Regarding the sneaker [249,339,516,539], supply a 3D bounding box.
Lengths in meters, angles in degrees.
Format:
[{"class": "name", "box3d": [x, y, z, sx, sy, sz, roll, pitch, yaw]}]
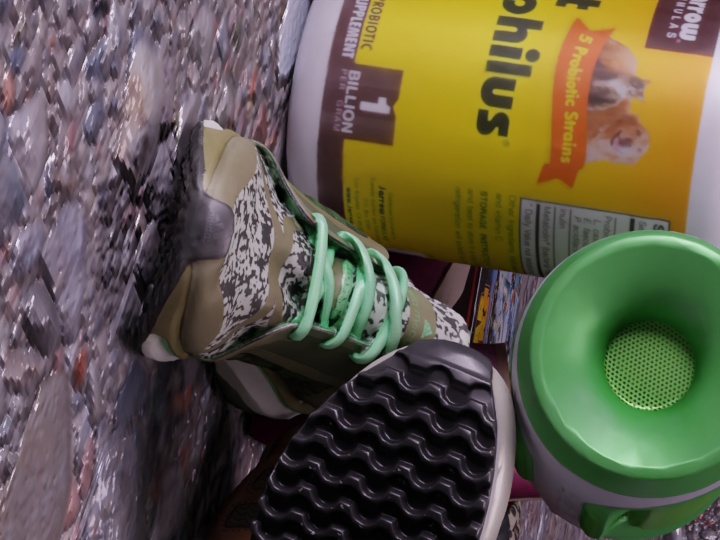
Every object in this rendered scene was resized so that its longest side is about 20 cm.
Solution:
[{"class": "sneaker", "box3d": [0.005, 0.110, 0.711, 0.093, 0.070, 0.201, -26, 133, -69]}]

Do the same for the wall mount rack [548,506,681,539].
[{"class": "wall mount rack", "box3d": [0.061, 0.179, 0.878, 0.200, 0.074, 0.174, -52, 167, -57]}]

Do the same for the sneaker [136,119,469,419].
[{"class": "sneaker", "box3d": [-0.009, 0.006, 0.699, 0.200, 0.088, 0.077, 43, 58, -74]}]

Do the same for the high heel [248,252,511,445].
[{"class": "high heel", "box3d": [0.000, 0.000, 0.871, 0.200, 0.096, 0.068, -100, -165, -56]}]

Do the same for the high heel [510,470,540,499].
[{"class": "high heel", "box3d": [0.051, 0.058, 0.938, 0.200, 0.067, 0.097, -44, 126, -51]}]

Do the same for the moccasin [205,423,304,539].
[{"class": "moccasin", "box3d": [-0.013, 0.127, 0.825, 0.202, 0.073, 0.078, 72, 37, -49]}]

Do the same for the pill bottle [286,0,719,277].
[{"class": "pill bottle", "box3d": [0.081, -0.050, 0.801, 0.109, 0.199, 0.110, 9, 90, -78]}]

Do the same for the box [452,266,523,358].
[{"class": "box", "box3d": [0.051, 0.002, 1.075, 0.137, 0.040, 0.201, 28, 72, -78]}]

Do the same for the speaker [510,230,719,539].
[{"class": "speaker", "box3d": [0.092, 0.043, 0.740, 0.200, 0.088, 0.089, 68, 33, -79]}]

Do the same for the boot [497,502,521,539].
[{"class": "boot", "box3d": [0.033, 0.196, 1.077, 0.204, 0.073, 0.155, -40, 135, -72]}]
